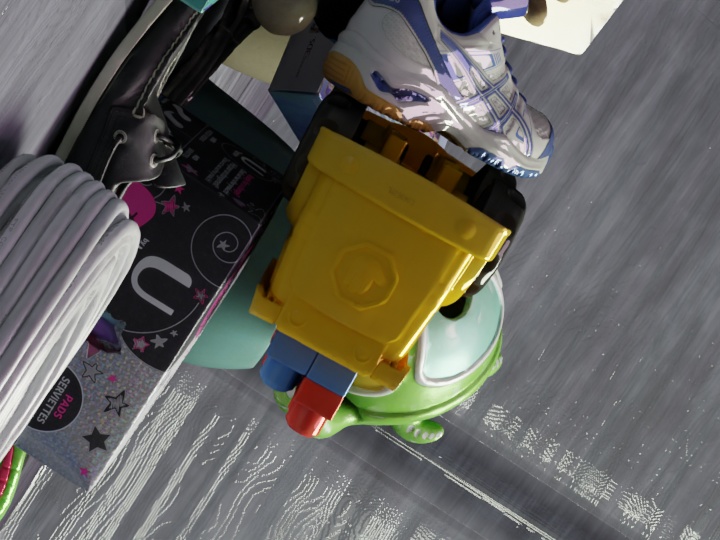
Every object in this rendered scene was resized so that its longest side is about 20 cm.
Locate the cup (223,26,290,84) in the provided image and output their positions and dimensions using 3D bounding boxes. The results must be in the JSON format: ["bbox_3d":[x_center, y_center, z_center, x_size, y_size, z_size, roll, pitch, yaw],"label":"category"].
[{"bbox_3d":[-0.008,-0.219,1.499,0.201,0.143,0.200,-57,-177,5],"label":"cup"}]

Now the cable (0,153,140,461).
[{"bbox_3d":[-0.173,0.041,0.801,0.201,0.069,0.200,-58,-177,-13],"label":"cable"}]

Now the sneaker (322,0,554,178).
[{"bbox_3d":[0.067,-0.118,1.085,0.200,0.075,0.088,19,103,-52],"label":"sneaker"}]

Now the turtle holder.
[{"bbox_3d":[0.011,0.031,1.247,0.185,0.141,0.132,-18,141,-14],"label":"turtle holder"}]

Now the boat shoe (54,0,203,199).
[{"bbox_3d":[-0.124,-0.052,0.934,0.200,0.066,0.075,-58,-177,2],"label":"boat shoe"}]

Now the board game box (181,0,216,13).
[{"bbox_3d":[-0.023,-0.220,0.805,0.200,0.045,0.152,-57,-177,18],"label":"board game box"}]

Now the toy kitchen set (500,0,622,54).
[{"bbox_3d":[0.084,-0.255,1.253,0.200,0.163,0.181,-54,-136,31],"label":"toy kitchen set"}]

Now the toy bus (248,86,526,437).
[{"bbox_3d":[0.000,0.000,1.109,0.193,0.135,0.200,-62,-177,12],"label":"toy bus"}]

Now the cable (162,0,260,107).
[{"bbox_3d":[-0.091,-0.181,1.251,0.200,0.050,0.097,-46,-163,-15],"label":"cable"}]

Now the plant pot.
[{"bbox_3d":[-0.111,-0.023,1.322,0.201,0.161,0.201,-57,-178,4],"label":"plant pot"}]

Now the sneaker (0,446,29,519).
[{"bbox_3d":[-0.234,0.082,1.226,0.200,0.077,0.084,-55,-160,-9],"label":"sneaker"}]

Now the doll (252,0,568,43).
[{"bbox_3d":[0.028,-0.167,1.125,0.136,0.199,0.049,142,-63,-63],"label":"doll"}]

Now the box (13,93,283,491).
[{"bbox_3d":[-0.145,0.009,1.097,0.201,0.114,0.132,-57,-177,15],"label":"box"}]

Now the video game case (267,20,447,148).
[{"bbox_3d":[0.013,-0.143,1.335,0.200,0.045,0.182,58,44,-51],"label":"video game case"}]
